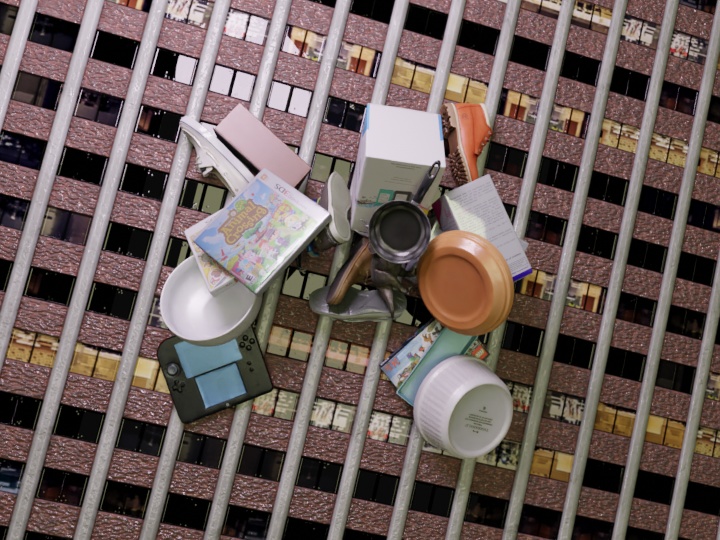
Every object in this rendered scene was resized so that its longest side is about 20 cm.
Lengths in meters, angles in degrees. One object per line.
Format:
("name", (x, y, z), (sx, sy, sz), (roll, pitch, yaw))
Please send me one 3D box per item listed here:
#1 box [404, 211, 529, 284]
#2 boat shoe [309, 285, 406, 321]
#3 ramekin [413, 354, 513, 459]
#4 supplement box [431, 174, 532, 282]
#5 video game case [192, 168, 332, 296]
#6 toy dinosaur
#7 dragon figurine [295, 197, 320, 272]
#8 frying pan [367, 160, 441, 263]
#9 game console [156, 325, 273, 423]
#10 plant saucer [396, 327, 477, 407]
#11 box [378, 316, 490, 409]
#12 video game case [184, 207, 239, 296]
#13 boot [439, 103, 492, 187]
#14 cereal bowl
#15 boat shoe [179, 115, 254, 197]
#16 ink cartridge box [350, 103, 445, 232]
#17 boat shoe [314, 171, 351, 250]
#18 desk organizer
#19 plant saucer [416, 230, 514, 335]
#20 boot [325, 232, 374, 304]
("box", (0.217, -0.020, 1.068), (0.199, 0.097, 0.178), (26, 86, -5))
("boat shoe", (-0.006, 0.075, 1.056), (0.200, 0.065, 0.075), (0, 57, -8))
("ramekin", (0.215, 0.280, 1.024), (0.200, 0.094, 0.205), (-5, 104, -23))
("supplement box", (0.228, -0.064, 0.975), (0.103, 0.101, 0.201), (-25, 89, -7))
("video game case", (-0.182, -0.077, 0.941), (0.182, 0.022, 0.200), (36, 75, 23))
("toy dinosaur", (0.057, -0.007, 1.004), (0.101, 0.077, 0.202), (11, 120, 28))
("dragon figurine", (-0.116, -0.076, 1.015), (0.058, 0.200, 0.100), (-7, 118, 17))
("frying pan", (0.074, -0.106, 0.907), (0.114, 0.031, 0.192), (9, 107, 9))
("game console", (-0.296, 0.197, 1.038), (0.198, 0.031, 0.178), (-19, 89, -6))
("plant saucer", (0.158, 0.192, 1.054), (0.070, 0.019, 0.201), (38, 85, -4))
("box", (0.157, 0.190, 1.082), (0.200, 0.038, 0.137), (-41, 92, -6))
("video game case", (-0.239, -0.063, 0.995), (0.181, 0.023, 0.200), (-32, 49, -7))
("boot", (0.242, -0.265, 1.096), (0.106, 0.075, 0.202), (-9, 88, -11))
("cereal bowl", (-0.283, 0.061, 1.000), (0.198, 0.084, 0.202), (-4, 58, 6))
("boat shoe", (-0.302, -0.224, 1.037), (0.200, 0.071, 0.070), (45, 79, -8))
("ink cartridge box", (0.065, -0.186, 0.987), (0.144, 0.201, 0.148), (7, 55, -6))
("boat shoe", (-0.060, -0.122, 1.016), (0.060, 0.202, 0.072), (-29, 128, 25))
("desk organizer", (-0.198, -0.240, 1.047), (0.200, 0.072, 0.077), (42, 82, -3))
("plant saucer", (0.180, 0.028, 0.932), (0.037, 0.199, 0.202), (-22, 90, -44))
("boot", (0.000, 0.000, 1.033), (0.075, 0.073, 0.201), (40, 58, -12))
